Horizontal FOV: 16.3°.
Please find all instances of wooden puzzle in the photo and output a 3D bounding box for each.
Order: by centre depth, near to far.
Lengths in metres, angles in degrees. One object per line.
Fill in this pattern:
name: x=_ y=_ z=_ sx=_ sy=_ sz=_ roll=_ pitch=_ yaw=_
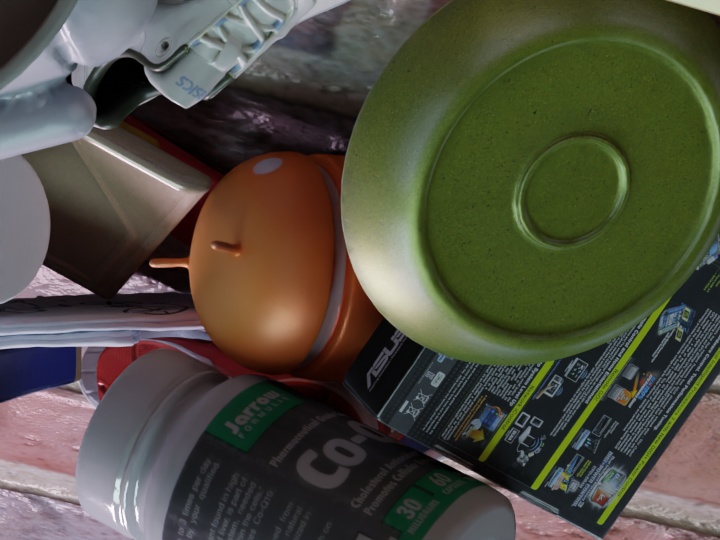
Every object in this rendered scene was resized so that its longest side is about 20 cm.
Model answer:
wooden puzzle: x=-0.183 y=-0.064 z=1.312 sx=0.185 sy=0.037 sz=0.200 roll=29 pitch=156 yaw=-11

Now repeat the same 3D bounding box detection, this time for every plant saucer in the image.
plant saucer: x=0.089 y=-0.040 z=1.120 sx=0.200 sy=0.200 sz=0.031 roll=28 pitch=-167 yaw=-31

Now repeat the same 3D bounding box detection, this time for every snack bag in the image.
snack bag: x=-0.155 y=0.028 z=1.387 sx=0.200 sy=0.021 sz=0.189 roll=-2 pitch=-177 yaw=-27

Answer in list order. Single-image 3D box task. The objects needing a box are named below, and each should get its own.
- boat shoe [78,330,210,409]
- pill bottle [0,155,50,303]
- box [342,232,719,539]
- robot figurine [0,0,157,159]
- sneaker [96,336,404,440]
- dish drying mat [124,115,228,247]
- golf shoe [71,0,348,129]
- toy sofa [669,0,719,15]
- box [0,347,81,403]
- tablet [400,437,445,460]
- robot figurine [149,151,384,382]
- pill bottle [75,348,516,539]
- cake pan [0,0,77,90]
boat shoe: x=-0.090 y=0.075 z=1.501 sx=0.200 sy=0.072 sz=0.071 roll=9 pitch=160 yaw=47
pill bottle: x=-0.252 y=-0.021 z=1.280 sx=0.200 sy=0.112 sz=0.112 roll=-2 pitch=153 yaw=46
box: x=0.109 y=0.013 z=1.206 sx=0.160 sy=0.200 sz=0.044 roll=29 pitch=-172 yaw=-34
robot figurine: x=-0.170 y=-0.129 z=1.073 sx=0.200 sy=0.113 sz=0.170 roll=-15 pitch=106 yaw=5
sneaker: x=-0.042 y=0.068 z=1.373 sx=0.200 sy=0.078 sz=0.115 roll=14 pitch=-158 yaw=38
dish drying mat: x=-0.081 y=-0.032 z=1.378 sx=0.077 sy=0.018 sz=0.200 roll=-15 pitch=145 yaw=42
golf shoe: x=-0.051 y=-0.114 z=1.110 sx=0.200 sy=0.097 sz=0.078 roll=-17 pitch=141 yaw=42
toy sofa: x=0.120 y=-0.154 z=0.995 sx=0.200 sy=0.098 sz=0.083 roll=16 pitch=129 yaw=-9
box: x=-0.242 y=0.054 z=1.401 sx=0.121 sy=0.032 sz=0.200 roll=3 pitch=-176 yaw=10
tablet: x=0.000 y=0.105 z=1.414 sx=0.130 sy=0.014 sz=0.200 roll=-9 pitch=-178 yaw=22
robot figurine: x=0.001 y=-0.001 z=1.268 sx=0.200 sy=0.144 sz=0.117 roll=5 pitch=126 yaw=-27
pill bottle: x=-0.034 y=0.120 z=1.232 sx=0.200 sy=0.113 sz=0.113 roll=24 pitch=160 yaw=24
cake pan: x=-0.195 y=-0.149 z=1.001 sx=0.200 sy=0.201 sz=0.037 roll=7 pitch=176 yaw=8
